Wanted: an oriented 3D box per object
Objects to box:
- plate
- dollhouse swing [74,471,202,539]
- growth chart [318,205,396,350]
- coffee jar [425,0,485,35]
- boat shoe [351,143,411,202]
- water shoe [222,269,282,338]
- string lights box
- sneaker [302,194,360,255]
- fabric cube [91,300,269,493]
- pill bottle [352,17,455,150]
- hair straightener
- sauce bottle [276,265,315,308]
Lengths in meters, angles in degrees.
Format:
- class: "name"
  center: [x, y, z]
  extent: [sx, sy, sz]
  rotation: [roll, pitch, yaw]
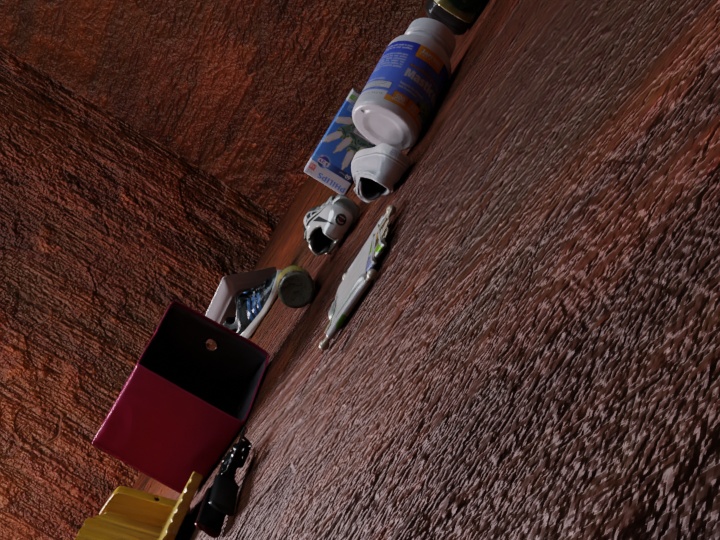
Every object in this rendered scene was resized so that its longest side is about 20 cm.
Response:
- class: "plate"
  center: [-0.290, 0.089, 2.594]
  extent: [0.199, 0.032, 0.201]
  rotation: [-13, -43, -56]
- class: "dollhouse swing"
  center: [-0.350, 0.390, 1.646]
  extent: [0.200, 0.181, 0.177]
  rotation: [-69, -8, -56]
- class: "growth chart"
  center: [0.000, 0.000, 1.390]
  extent: [0.145, 0.018, 0.200]
  rotation: [-55, 9, 27]
- class: "coffee jar"
  center: [0.189, -0.499, 1.848]
  extent: [0.200, 0.085, 0.104]
  rotation: [-56, 8, 25]
- class: "boat shoe"
  center: [0.021, -0.137, 1.637]
  extent: [0.069, 0.072, 0.200]
  rotation: [-59, 16, -10]
- class: "water shoe"
  center: [-0.247, 0.073, 2.496]
  extent: [0.201, 0.079, 0.072]
  rotation: [-57, 8, 17]
- class: "string lights box"
  center: [-0.026, -0.271, 2.297]
  extent: [0.201, 0.102, 0.059]
  rotation: [-58, 8, 11]
- class: "sneaker"
  center: [-0.070, -0.063, 1.886]
  extent: [0.089, 0.074, 0.200]
  rotation: [-60, 7, -21]
- class: "fabric cube"
  center: [-0.295, 0.213, 1.819]
  extent: [0.200, 0.195, 0.200]
  rotation: [-56, 8, 31]
- class: "pill bottle"
  center: [0.075, -0.295, 1.696]
  extent: [0.201, 0.112, 0.112]
  rotation: [-63, 8, -25]
- class: "hair straightener"
  center: [-0.158, 0.256, 1.384]
  extent: [0.077, 0.041, 0.200]
  rotation: [-56, 4, 18]
- class: "sauce bottle"
  center: [-0.112, 0.024, 1.870]
  extent: [0.065, 0.065, 0.200]
  rotation: [-59, 6, 1]
